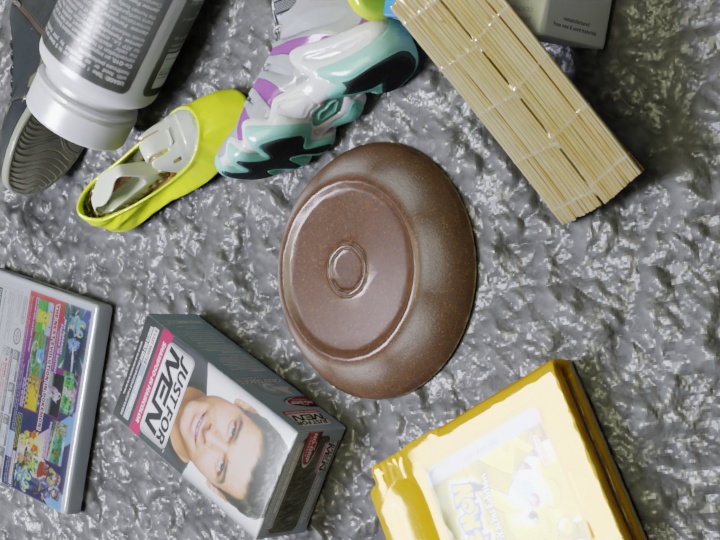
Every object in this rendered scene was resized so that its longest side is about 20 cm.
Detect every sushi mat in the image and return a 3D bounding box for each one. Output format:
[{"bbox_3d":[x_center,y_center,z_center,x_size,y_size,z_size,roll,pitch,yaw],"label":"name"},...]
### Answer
[{"bbox_3d":[0.103,-0.124,1.006,0.200,0.012,0.096,51,145,-3],"label":"sushi mat"}]

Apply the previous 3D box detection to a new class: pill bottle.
[{"bbox_3d":[-0.209,-0.214,1.293,0.114,0.114,0.201,46,116,32],"label":"pill bottle"}]

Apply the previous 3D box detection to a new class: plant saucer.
[{"bbox_3d":[0.000,0.000,1.154,0.200,0.037,0.202,-1,88,42],"label":"plant saucer"}]

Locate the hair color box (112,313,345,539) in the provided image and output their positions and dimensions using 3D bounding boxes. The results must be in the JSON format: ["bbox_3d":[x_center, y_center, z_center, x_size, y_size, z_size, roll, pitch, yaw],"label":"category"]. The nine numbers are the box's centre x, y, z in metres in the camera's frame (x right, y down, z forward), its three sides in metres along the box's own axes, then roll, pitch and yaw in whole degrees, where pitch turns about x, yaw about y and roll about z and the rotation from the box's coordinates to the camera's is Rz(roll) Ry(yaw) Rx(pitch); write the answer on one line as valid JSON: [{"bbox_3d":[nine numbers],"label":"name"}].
[{"bbox_3d":[-0.112,0.124,1.231,0.200,0.060,0.099,33,109,36],"label":"hair color box"}]

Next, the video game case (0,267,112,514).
[{"bbox_3d":[-0.315,0.112,1.435,0.182,0.023,0.201,15,97,41],"label":"video game case"}]

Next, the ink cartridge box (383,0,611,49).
[{"bbox_3d":[0.108,-0.265,1.037,0.146,0.084,0.201,15,99,41],"label":"ink cartridge box"}]

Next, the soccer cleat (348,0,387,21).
[{"bbox_3d":[0.009,-0.275,1.132,0.084,0.064,0.201,145,127,-62],"label":"soccer cleat"}]

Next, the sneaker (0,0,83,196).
[{"bbox_3d":[-0.302,-0.175,1.409,0.106,0.075,0.201,30,99,43],"label":"sneaker"}]

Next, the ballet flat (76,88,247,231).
[{"bbox_3d":[-0.176,-0.092,1.290,0.200,0.067,0.067,-34,66,35],"label":"ballet flat"}]

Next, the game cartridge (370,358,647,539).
[{"bbox_3d":[0.102,0.184,1.060,0.200,0.032,0.177,-35,66,34],"label":"game cartridge"}]

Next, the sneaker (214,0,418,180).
[{"bbox_3d":[-0.052,-0.171,1.187,0.200,0.078,0.140,-33,66,25],"label":"sneaker"}]
